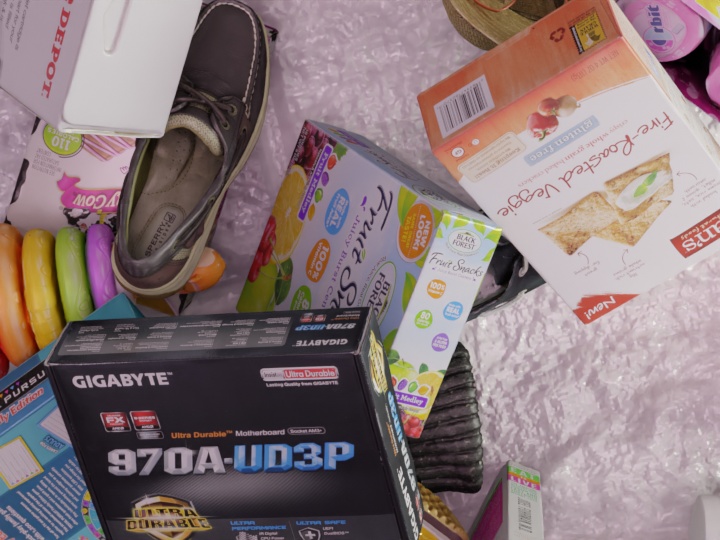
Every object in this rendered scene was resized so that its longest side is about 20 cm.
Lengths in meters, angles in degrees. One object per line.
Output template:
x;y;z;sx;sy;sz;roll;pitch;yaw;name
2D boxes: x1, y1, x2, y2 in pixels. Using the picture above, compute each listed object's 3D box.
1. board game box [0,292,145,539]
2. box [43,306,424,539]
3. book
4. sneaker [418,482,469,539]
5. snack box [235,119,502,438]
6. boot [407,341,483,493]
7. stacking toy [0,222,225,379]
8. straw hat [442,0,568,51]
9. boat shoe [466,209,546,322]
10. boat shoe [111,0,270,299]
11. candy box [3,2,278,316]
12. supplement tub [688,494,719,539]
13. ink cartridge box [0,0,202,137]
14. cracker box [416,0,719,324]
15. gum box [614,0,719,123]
-0.189;0.126;1.316;0.199;0.047;0.151;-35;132;2;board game box
-0.072;0.102;1.222;0.198;0.046;0.160;-3;124;17;box
0.083;0.212;1.334;0.048;0.200;0.135;20;101;1;book
-0.028;0.149;1.305;0.199;0.075;0.090;36;94;-13;sneaker
0.000;0.000;1.307;0.053;0.200;0.143;13;104;-31;snack box
0.007;0.154;1.393;0.156;0.080;0.213;-6;116;-12;boot
-0.185;0.011;1.316;0.198;0.116;0.111;-10;114;1;stacking toy
0.100;-0.187;1.318;0.201;0.201;0.085;43;140;-4;straw hat
0.087;-0.006;1.368;0.199;0.060;0.076;-33;96;9;boat shoe
-0.104;-0.082;1.276;0.071;0.066;0.203;20;77;-1;boat shoe
-0.150;-0.087;1.370;0.135;0.061;0.202;19;101;1;candy box
0.319;0.215;1.347;0.198;0.144;0.146;3;100;3;supplement tub
-0.185;-0.185;1.260;0.084;0.200;0.147;2;115;-42;ink cartridge box
0.144;-0.066;1.260;0.133;0.058;0.200;-31;133;17;cracker box
0.255;-0.148;1.290;0.199;0.114;0.066;34;141;-9;gum box
